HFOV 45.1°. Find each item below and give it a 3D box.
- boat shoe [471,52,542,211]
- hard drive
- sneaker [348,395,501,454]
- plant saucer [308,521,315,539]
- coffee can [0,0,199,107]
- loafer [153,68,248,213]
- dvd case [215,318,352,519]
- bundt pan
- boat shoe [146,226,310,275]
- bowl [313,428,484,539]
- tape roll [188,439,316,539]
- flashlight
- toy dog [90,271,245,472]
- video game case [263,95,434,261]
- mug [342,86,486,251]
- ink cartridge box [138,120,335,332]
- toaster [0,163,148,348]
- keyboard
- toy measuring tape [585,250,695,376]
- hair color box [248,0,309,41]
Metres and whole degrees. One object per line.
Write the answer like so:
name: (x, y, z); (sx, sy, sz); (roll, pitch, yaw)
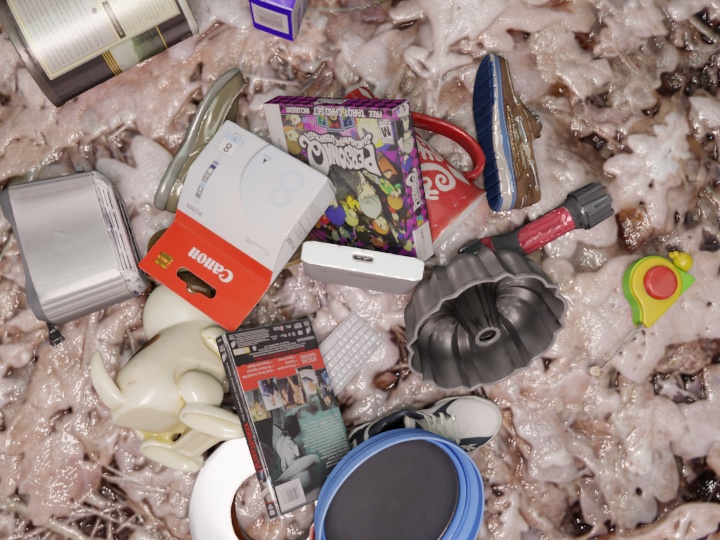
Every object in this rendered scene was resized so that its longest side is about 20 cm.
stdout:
boat shoe: (0.190, -0.176, 1.106); (0.071, 0.072, 0.203); (-4, 87, -15)
hard drive: (0.000, 0.000, 1.005); (0.130, 0.200, 0.027); (10, 85, 0)
sneaker: (0.081, 0.198, 1.029); (0.196, 0.130, 0.081); (-5, 86, -3)
plant saucer: (0.014, 0.379, 1.014); (0.197, 0.037, 0.203); (5, 95, -26)
coffee can: (-0.315, -0.309, 1.046); (0.198, 0.146, 0.148); (-29, 87, -5)
loafer: (-0.187, -0.155, 1.083); (0.069, 0.075, 0.202); (27, 88, -12)
dvd case: (-0.078, 0.159, 0.973); (0.022, 0.145, 0.202); (-27, 78, 36)
bundt pan: (0.139, 0.052, 1.031); (0.199, 0.203, 0.076); (-16, 46, -5)
boat shoe: (-0.158, -0.026, 1.069); (0.197, 0.066, 0.075); (0, 77, 1)
bowl: (0.042, 0.267, 0.954); (0.198, 0.039, 0.204); (-7, 109, -20)
tape roll: (-0.104, 0.286, 1.043); (0.197, 0.066, 0.204); (0, 84, -2)
flashlight: (0.222, -0.044, 1.087); (0.198, 0.068, 0.068); (-28, 53, -1)
toy dog: (-0.216, 0.104, 1.011); (0.192, 0.140, 0.202); (22, 45, -21)
video game case: (-0.015, -0.107, 0.997); (0.036, 0.198, 0.183); (-36, 125, -40)
mug: (0.048, -0.123, 1.078); (0.200, 0.177, 0.134); (44, 126, 6)
ink cartridge box: (-0.148, -0.055, 0.988); (0.159, 0.047, 0.201); (31, 76, 23)
toaster: (-0.336, -0.023, 1.035); (0.128, 0.114, 0.203); (-18, 82, -7)
keyboard: (-0.050, 0.132, 1.048); (0.056, 0.011, 0.200); (46, 59, -1)
toy measuring tape: (0.339, 0.042, 1.089); (0.200, 0.074, 0.074); (-43, 88, -6)
hair color box: (-0.077, -0.405, 1.087); (0.064, 0.109, 0.203); (18, 84, -1)
